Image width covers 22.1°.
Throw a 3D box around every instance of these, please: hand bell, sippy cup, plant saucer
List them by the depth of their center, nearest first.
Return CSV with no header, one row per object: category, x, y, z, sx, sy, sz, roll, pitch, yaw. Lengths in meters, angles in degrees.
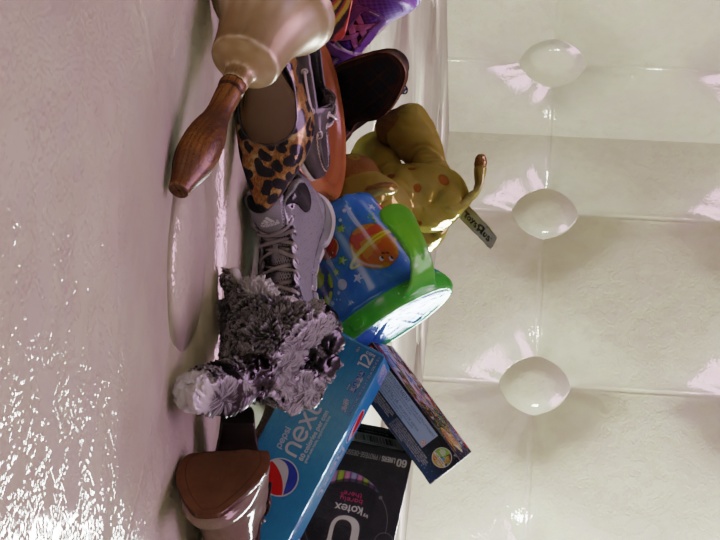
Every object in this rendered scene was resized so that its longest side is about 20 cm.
hand bell,-0.099,-0.133,1.385,0.104,0.104,0.200,85,21,-51
sippy cup,0.000,0.000,1.791,0.131,0.178,0.140,58,19,13
plant saucer,-0.049,-0.146,1.814,0.200,0.037,0.201,-5,90,-77

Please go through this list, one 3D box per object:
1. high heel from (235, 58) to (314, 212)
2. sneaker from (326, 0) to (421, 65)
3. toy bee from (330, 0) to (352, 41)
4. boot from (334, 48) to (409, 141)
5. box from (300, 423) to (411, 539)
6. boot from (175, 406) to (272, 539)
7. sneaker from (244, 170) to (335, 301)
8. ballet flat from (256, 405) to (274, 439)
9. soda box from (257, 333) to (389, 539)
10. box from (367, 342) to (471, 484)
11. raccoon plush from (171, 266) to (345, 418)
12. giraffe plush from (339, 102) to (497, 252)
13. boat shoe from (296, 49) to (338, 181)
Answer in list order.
high heel,-0.089,-0.156,1.539,0.143,0.071,0.201,24,73,-70
sneaker,-0.005,-0.256,1.910,0.200,0.080,0.089,-13,-128,63
toy bee,-0.035,-0.335,1.814,0.131,0.108,0.201,-6,-111,64
boot,0.011,-0.199,1.928,0.097,0.075,0.200,-47,-173,-34
box,-0.029,0.249,1.777,0.106,0.122,0.201,-100,-158,-83
boot,-0.106,0.205,1.475,0.200,0.070,0.147,-72,166,-66
sneaker,-0.080,-0.011,1.665,0.116,0.075,0.201,61,31,-51
ballet flat,-0.087,0.128,1.763,0.067,0.046,0.201,111,-6,-55
soda box,-0.050,0.152,1.624,0.201,0.068,0.064,-62,170,-9
box,0.048,0.135,1.776,0.137,0.038,0.200,53,3,6
raccoon plush,-0.107,0.049,1.481,0.200,0.134,0.097,4,107,-53
giraffe plush,0.022,-0.071,1.940,0.162,0.200,0.173,-12,124,-43
boat shoe,-0.048,-0.175,1.666,0.067,0.057,0.201,-79,156,-63
